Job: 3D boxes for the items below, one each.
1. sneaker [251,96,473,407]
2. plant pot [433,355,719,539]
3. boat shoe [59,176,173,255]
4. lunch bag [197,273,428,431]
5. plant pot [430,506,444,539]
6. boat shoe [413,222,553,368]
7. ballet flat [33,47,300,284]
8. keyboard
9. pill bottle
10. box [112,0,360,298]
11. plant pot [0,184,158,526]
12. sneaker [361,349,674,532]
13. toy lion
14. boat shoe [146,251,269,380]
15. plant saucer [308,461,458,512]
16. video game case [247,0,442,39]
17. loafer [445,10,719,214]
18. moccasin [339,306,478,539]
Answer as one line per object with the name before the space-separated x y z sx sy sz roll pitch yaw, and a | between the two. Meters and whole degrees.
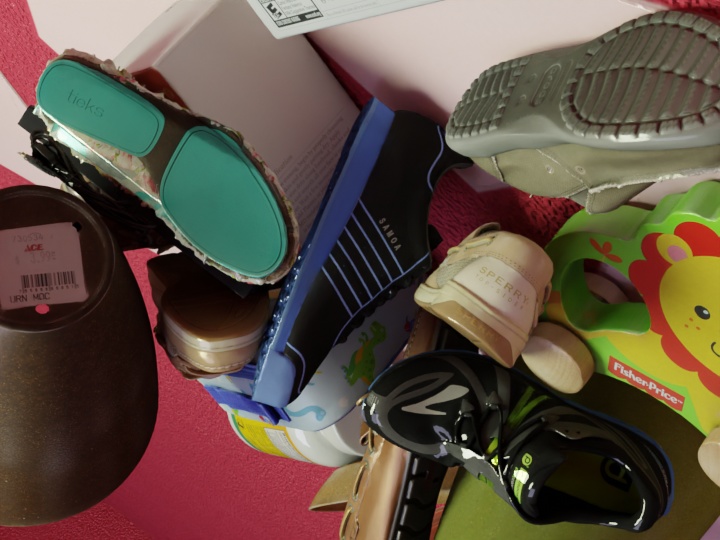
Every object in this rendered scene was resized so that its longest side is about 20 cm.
sneaker | 0.000 0.000 0.745 0.077 0.202 0.070 23 -173 -8
plant pot | 0.130 0.182 0.843 0.186 0.201 0.188 33 157 16
boat shoe | -0.148 -0.053 0.909 0.076 0.199 0.072 47 121 26
lunch bag | -0.045 0.041 0.927 0.083 0.161 0.199 51 157 -22
plant pot | 0.098 0.309 1.057 0.200 0.202 0.195 37 178 10
boat shoe | 0.076 0.010 0.703 0.072 0.065 0.200 35 180 2
ballet flat | -0.107 -0.065 0.725 0.199 0.076 0.064 40 -173 12
keyboard | -0.139 -0.047 0.775 0.199 0.021 0.127 36 -165 15
pill bottle | -0.038 0.120 1.125 0.113 0.113 0.199 49 157 -19
box | -0.069 -0.083 0.822 0.201 0.098 0.124 51 156 -22
plant pot | -0.206 0.039 0.763 0.186 0.187 0.200 39 148 5
sneaker | 0.095 0.104 0.741 0.197 0.072 0.083 20 -166 10
toy lion | 0.185 0.024 0.665 0.199 0.069 0.193 30 148 28
boat shoe | -0.102 0.039 0.824 0.200 0.073 0.070 -139 43 -70
plant saucer | 0.051 0.186 1.082 0.197 0.036 0.200 -5 166 -1
video game case | -0.033 -0.210 0.601 0.182 0.046 0.199 51 156 -25
loafer | 0.123 -0.070 0.585 0.069 0.076 0.199 38 166 -27
moccasin | 0.030 0.111 0.841 0.077 0.073 0.204 27 114 37
